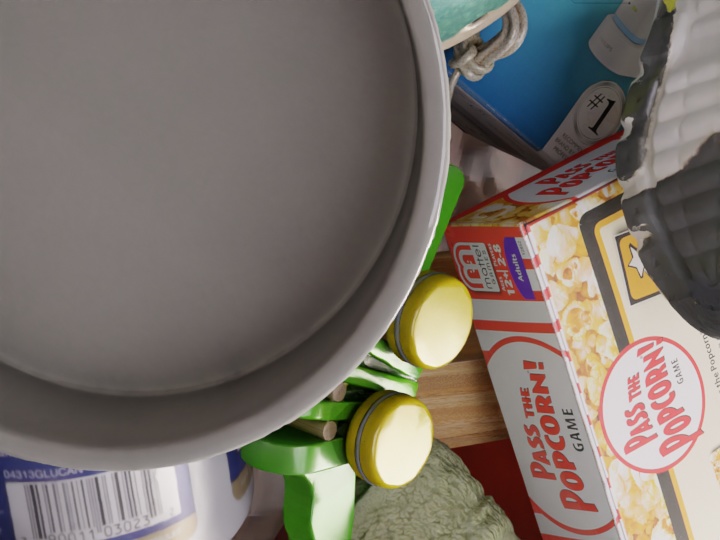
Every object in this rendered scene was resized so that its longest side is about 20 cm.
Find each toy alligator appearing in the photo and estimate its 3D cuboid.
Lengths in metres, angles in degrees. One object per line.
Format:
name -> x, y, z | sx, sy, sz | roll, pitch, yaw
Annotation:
toy alligator -> 0.000, 0.000, 0.915 | 0.054, 0.059, 0.201 | 18, 90, -49

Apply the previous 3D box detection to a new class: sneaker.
sneaker -> 0.136, -0.075, 0.934 | 0.084, 0.074, 0.201 | 13, 75, -44

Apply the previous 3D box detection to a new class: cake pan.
cake pan -> -0.071, -0.046, 0.800 | 0.199, 0.037, 0.201 | 2, 103, 11

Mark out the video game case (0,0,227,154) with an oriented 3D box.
video game case -> -0.116, -0.141, 0.817 | 0.199, 0.018, 0.144 | 28, 106, 5

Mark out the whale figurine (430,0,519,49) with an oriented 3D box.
whale figurine -> -0.018, -0.159, 0.866 | 0.159, 0.104, 0.201 | -31, 81, 3

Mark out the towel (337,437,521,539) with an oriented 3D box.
towel -> 0.001, 0.168, 0.952 | 0.200, 0.148, 0.036 | -48, 172, 6

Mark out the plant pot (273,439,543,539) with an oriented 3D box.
plant pot -> 0.078, 0.167, 1.067 | 0.200, 0.177, 0.201 | -13, 116, -29

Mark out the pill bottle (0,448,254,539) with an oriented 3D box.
pill bottle -> -0.099, -0.006, 0.919 | 0.111, 0.111, 0.201 | -20, 118, -26

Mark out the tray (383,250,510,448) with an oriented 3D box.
tray -> 0.069, 0.023, 1.052 | 0.199, 0.099, 0.037 | -8, 113, -31

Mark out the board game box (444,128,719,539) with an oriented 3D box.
board game box -> 0.135, 0.015, 0.998 | 0.200, 0.046, 0.152 | -26, 106, -32

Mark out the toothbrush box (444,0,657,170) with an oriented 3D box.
toothbrush box -> 0.069, -0.153, 0.989 | 0.146, 0.085, 0.200 | 35, 88, -38
